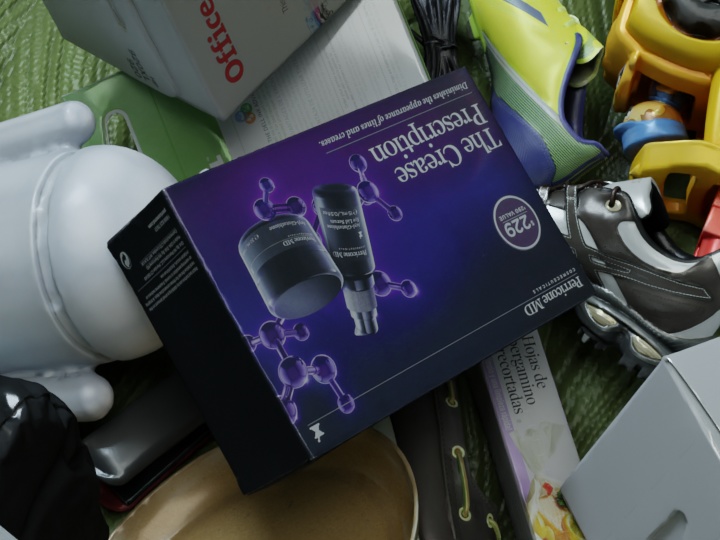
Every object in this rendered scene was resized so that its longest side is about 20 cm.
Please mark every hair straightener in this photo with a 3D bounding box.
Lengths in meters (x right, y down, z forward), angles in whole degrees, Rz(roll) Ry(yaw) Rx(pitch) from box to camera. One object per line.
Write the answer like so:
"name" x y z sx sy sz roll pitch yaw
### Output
"hair straightener" -0.067 0.049 0.790 0.200 0.077 0.041 -35 67 -20

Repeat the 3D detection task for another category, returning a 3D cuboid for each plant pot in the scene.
"plant pot" -0.056 0.153 0.707 0.200 0.028 0.200 -23 32 16

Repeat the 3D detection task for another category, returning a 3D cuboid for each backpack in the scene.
"backpack" -0.231 0.101 0.713 0.200 0.167 0.127 10 41 21

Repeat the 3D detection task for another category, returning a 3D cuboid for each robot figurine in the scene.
"robot figurine" -0.167 -0.002 0.771 0.200 0.113 0.170 -10 83 22

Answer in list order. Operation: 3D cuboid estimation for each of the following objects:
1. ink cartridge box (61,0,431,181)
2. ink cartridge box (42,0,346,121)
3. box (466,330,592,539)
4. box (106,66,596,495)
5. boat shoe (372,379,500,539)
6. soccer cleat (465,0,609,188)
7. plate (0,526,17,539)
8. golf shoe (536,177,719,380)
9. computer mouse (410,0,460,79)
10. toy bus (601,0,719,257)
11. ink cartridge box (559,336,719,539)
"ink cartridge box" -0.058 -0.089 0.848 0.200 0.059 0.104 -22 87 1
"ink cartridge box" -0.079 -0.215 0.788 0.145 0.147 0.200 29 66 36
"box" 0.097 0.111 0.785 0.039 0.041 0.200 -10 61 -10
"box" 0.000 0.000 0.722 0.200 0.079 0.141 -27 87 -36
"boat shoe" 0.042 0.126 0.755 0.060 0.072 0.202 -10 61 -10
"soccer cleat" 0.111 -0.140 0.898 0.084 0.065 0.201 -18 64 28
"plate" -0.185 0.157 0.627 0.200 0.200 0.032 44 39 -18
"golf shoe" 0.122 -0.027 0.823 0.200 0.095 0.078 35 21 12
"computer mouse" -0.029 -0.121 0.911 0.199 0.046 0.141 -7 72 -8
"toy bus" 0.218 -0.070 0.855 0.200 0.136 0.192 25 78 13
"ink cartridge box" 0.218 0.082 0.725 0.200 0.146 0.084 -16 62 -26
